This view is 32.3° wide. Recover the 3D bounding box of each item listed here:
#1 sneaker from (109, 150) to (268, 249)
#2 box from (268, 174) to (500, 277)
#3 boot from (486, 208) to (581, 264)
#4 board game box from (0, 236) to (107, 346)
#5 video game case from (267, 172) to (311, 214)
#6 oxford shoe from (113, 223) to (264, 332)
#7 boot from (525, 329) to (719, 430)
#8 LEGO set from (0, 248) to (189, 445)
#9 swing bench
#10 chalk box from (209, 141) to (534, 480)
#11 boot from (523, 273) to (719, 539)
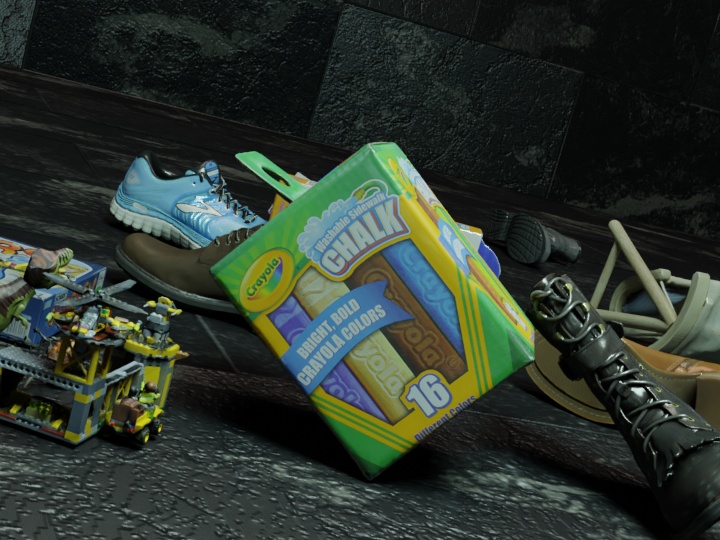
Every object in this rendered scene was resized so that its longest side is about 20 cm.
[{"bbox_3d":[-0.151,-0.064,1.243,0.200,0.090,0.078,20,10,6],"label":"sneaker"},{"bbox_3d":[0.014,0.003,1.049,0.200,0.119,0.041,16,10,4],"label":"box"},{"bbox_3d":[0.286,-0.043,1.907,0.131,0.070,0.200,18,13,-17],"label":"boot"},{"bbox_3d":[-0.291,-0.004,0.853,0.200,0.035,0.135,16,10,3],"label":"board game box"},{"bbox_3d":[0.003,-0.027,1.275,0.200,0.036,0.181,33,9,-4],"label":"video game case"},{"bbox_3d":[-0.104,-0.004,1.010,0.200,0.085,0.073,16,11,11],"label":"oxford shoe"},{"bbox_3d":[0.247,0.099,1.064,0.200,0.074,0.155,19,3,21],"label":"boot"},{"bbox_3d":[-0.188,0.009,0.694,0.200,0.116,0.154,19,10,16],"label":"LEGO set"},{"bbox_3d":[0.380,0.048,1.367,0.199,0.130,0.200,12,16,-22],"label":"swing bench"},{"bbox_3d":[0.000,0.000,0.759,0.200,0.124,0.125,53,11,-2],"label":"chalk box"},{"bbox_3d":[0.166,0.077,0.791,0.174,0.069,0.200,51,2,1],"label":"boot"}]
